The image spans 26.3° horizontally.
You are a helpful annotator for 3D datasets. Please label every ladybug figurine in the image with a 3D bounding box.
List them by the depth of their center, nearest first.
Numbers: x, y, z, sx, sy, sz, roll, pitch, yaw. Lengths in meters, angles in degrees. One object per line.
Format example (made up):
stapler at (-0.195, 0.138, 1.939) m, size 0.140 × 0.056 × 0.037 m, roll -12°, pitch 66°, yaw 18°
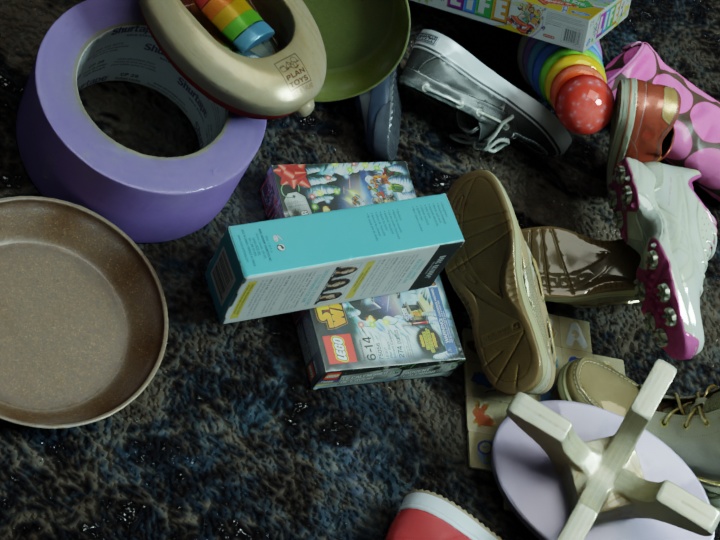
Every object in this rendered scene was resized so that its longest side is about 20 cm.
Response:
ladybug figurine at (-0.111, -0.199, 1.286) m, size 0.135 × 0.072 × 0.200 m, roll -32°, pitch 78°, yaw -35°

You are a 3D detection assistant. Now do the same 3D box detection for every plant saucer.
plant saucer at (-0.251, 0.037, 1.208) m, size 0.199 × 0.037 × 0.202 m, roll 12°, pitch 57°, yaw -19°
plant saucer at (-0.051, -0.237, 1.365) m, size 0.199 × 0.200 × 0.031 m, roll 26°, pitch 45°, yaw -9°

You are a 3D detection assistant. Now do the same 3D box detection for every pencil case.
pencil case at (0.331, -0.153, 1.565) m, size 0.199 × 0.091 × 0.094 m, roll 35°, pitch 88°, yaw -5°

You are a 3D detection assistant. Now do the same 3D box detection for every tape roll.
tape roll at (-0.186, -0.130, 1.308) m, size 0.198 × 0.085 × 0.201 m, roll 11°, pitch 58°, yaw -18°

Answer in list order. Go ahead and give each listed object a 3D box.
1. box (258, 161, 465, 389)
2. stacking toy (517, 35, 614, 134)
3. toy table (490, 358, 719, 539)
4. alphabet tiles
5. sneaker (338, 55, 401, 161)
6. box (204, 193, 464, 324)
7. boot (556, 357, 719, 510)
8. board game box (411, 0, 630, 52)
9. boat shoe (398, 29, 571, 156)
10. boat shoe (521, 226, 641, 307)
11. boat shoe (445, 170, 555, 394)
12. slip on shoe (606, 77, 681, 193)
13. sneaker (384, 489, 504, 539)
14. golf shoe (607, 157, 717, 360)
box at (0.000, 0.000, 1.346) m, size 0.136 × 0.040 × 0.201 m, roll -4°, pitch 64°, yaw -26°
stacking toy at (0.199, -0.182, 1.463) m, size 0.085 × 0.086 × 0.200 m, roll 25°, pitch 20°, yaw -10°
toy table at (0.202, 0.168, 1.256) m, size 0.199 × 0.117 × 0.185 m, roll 19°, pitch 72°, yaw 8°
alphabet tiles at (0.168, 0.126, 1.374) m, size 0.165 × 0.006 × 0.201 m, roll 11°, pitch 58°, yaw -19°
sneaker at (-0.003, -0.191, 1.454) m, size 0.081 × 0.070 × 0.202 m, roll -4°, pitch 65°, yaw 5°
box at (-0.021, -0.011, 1.268) m, size 0.199 × 0.082 × 0.049 m, roll -10°, pitch 65°, yaw -26°
boot at (0.283, 0.120, 1.331) m, size 0.200 × 0.155 × 0.072 m, roll 37°, pitch 51°, yaw -6°
board game box at (0.151, -0.274, 1.507) m, size 0.199 × 0.034 × 0.134 m, roll 20°, pitch 31°, yaw 20°
boat shoe at (0.118, -0.149, 1.464) m, size 0.199 × 0.073 × 0.068 m, roll 32°, pitch 85°, yaw -37°
boat shoe at (0.205, 0.006, 1.427) m, size 0.198 × 0.065 × 0.072 m, roll 3°, pitch 66°, yaw -5°
boat shoe at (0.123, 0.012, 1.351) m, size 0.064 × 0.071 × 0.202 m, roll 13°, pitch 63°, yaw -60°
slip on shoe at (0.264, -0.120, 1.452) m, size 0.061 × 0.200 × 0.075 m, roll 5°, pitch 70°, yaw 5°
sneaker at (0.099, 0.269, 1.216) m, size 0.199 × 0.071 × 0.113 m, roll 31°, pitch 49°, yaw 3°
golf shoe at (0.285, -0.016, 1.369) m, size 0.091 × 0.075 × 0.201 m, roll -3°, pitch 62°, yaw -13°
